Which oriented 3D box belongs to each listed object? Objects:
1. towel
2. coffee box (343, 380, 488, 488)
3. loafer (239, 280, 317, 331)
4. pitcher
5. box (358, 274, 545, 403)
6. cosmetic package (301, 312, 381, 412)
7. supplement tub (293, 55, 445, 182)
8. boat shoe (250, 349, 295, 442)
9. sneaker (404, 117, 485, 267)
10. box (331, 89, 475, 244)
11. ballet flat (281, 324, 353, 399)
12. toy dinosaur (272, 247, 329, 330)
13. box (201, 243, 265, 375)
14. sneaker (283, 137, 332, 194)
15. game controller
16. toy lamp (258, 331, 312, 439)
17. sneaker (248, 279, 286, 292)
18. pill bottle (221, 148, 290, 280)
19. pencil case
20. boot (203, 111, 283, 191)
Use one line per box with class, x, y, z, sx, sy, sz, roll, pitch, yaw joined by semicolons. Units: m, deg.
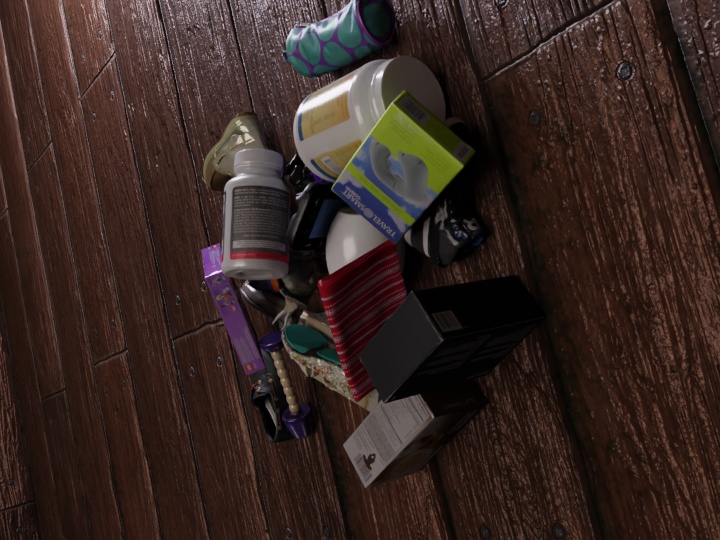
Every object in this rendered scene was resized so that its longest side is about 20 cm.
towel;0.020;0.070;1.103;0.022;0.144;0.201;16;129;50
coffee box;0.077;0.225;1.127;0.080;0.114;0.200;58;133;27
loafer;-0.140;0.061;1.409;0.200;0.072;0.063;36;104;34
pitcher;0.000;0.000;1.199;0.171;0.120;0.202;-145;50;-64
box;0.118;0.085;0.990;0.079;0.199;0.141;57;132;27
cosmetic package;-0.007;0.145;1.248;0.199;0.073;0.104;21;111;48
supplement tub;0.011;-0.217;1.120;0.199;0.144;0.146;-12;86;50
boat shoe;-0.175;0.230;1.469;0.074;0.063;0.202;-49;57;44
sneaker;0.135;-0.097;1.055;0.112;0.073;0.201;39;130;34
box;0.047;-0.125;1.024;0.122;0.048;0.200;41;136;0
ballet flat;-0.060;0.144;1.201;0.199;0.075;0.064;25;120;49
toy dinosaur;-0.108;-0.006;1.324;0.077;0.102;0.202;-21;80;49
box;-0.226;0.067;1.370;0.137;0.039;0.201;-122;12;-64
sneaker;-0.084;-0.138;1.275;0.069;0.099;0.202;6;98;47
game controller;-0.052;-0.082;1.176;0.042;0.200;0.105;18;101;19
toy lamp;-0.129;0.208;1.381;0.058;0.058;0.202;8;119;49
sneaker;-0.187;-0.054;1.373;0.078;0.075;0.202;-13;90;22
pill bottle;-0.170;-0.091;1.268;0.110;0.110;0.202;-12;74;50
pencil case;-0.035;-0.365;1.201;0.199;0.085;0.093;-6;120;49
boot;-0.223;-0.178;1.464;0.200;0.072;0.155;-49;62;41
